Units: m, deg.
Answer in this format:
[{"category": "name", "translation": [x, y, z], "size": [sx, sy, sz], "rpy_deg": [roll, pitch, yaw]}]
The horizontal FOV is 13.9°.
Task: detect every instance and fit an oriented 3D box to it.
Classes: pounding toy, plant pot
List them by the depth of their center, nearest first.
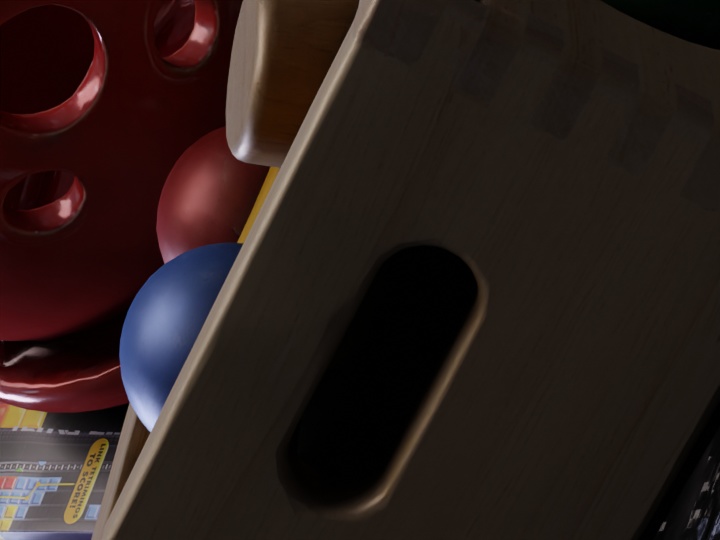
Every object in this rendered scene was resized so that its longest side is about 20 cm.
[{"category": "pounding toy", "translation": [0.012, -0.035, 0.665], "size": [0.184, 0.142, 0.201], "rpy_deg": [-82, 17, -66]}, {"category": "plant pot", "translation": [-0.100, -0.070, 0.812], "size": [0.200, 0.182, 0.201], "rpy_deg": [-24, 42, 25]}]

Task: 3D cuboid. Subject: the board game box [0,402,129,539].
[{"category": "board game box", "translation": [-0.028, 0.004, 0.874], "size": [0.165, 0.057, 0.201], "rpy_deg": [-6, 54, 42]}]
